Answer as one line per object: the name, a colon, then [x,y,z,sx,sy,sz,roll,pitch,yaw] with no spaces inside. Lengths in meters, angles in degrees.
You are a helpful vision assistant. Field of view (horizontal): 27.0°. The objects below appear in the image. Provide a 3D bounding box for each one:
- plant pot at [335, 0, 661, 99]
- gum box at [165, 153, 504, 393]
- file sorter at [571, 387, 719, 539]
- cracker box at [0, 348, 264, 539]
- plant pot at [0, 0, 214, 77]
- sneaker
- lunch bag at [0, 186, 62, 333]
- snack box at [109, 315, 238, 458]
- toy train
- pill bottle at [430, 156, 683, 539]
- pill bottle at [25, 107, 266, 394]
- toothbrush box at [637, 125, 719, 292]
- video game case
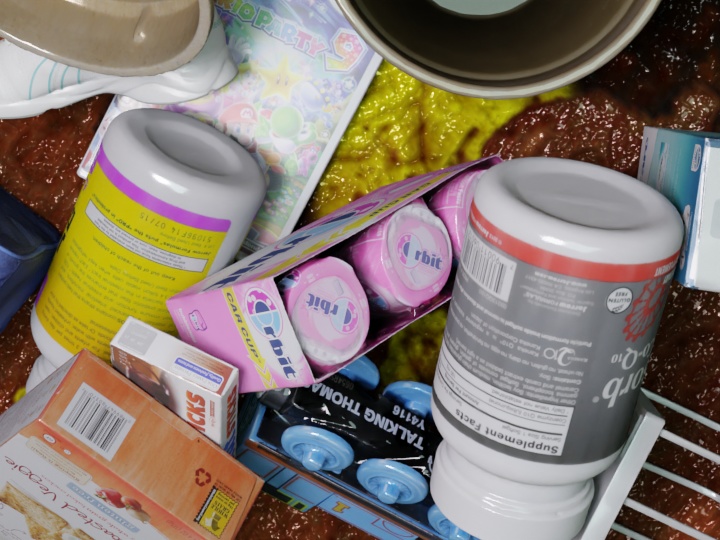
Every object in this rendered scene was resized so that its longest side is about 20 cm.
plant pot: [0.076,-0.203,0.878,0.200,0.174,0.200,0,98,2]
gum box: [0.000,0.000,0.897,0.200,0.113,0.066,-30,101,-37]
file sorter: [0.177,0.184,0.953,0.124,0.139,0.200,24,98,-5]
cracker box: [-0.165,0.134,0.922,0.134,0.200,0.058,38,56,-13]
plant pot: [-0.140,-0.240,0.817,0.200,0.200,0.184,23,64,-2]
sneaker: [-0.176,-0.143,0.929,0.200,0.070,0.080,-6,117,14]
lunch bag: [-0.280,0.000,0.903,0.136,0.200,0.132,38,94,-1]
snack box: [-0.111,0.099,0.915,0.072,0.200,0.024,24,59,9]
toy train: [0.013,0.121,0.962,0.200,0.114,0.087,29,56,-13]
pill bottle: [0.103,0.047,0.845,0.116,0.116,0.200,10,116,0]
pill bottle: [-0.142,0.007,0.940,0.104,0.104,0.200,26,113,-3]
toothbrush box: [0.248,-0.034,0.886,0.146,0.200,0.085,7,96,1]
video game case: [-0.076,-0.117,0.973,0.143,0.018,0.200,28,98,-2]
